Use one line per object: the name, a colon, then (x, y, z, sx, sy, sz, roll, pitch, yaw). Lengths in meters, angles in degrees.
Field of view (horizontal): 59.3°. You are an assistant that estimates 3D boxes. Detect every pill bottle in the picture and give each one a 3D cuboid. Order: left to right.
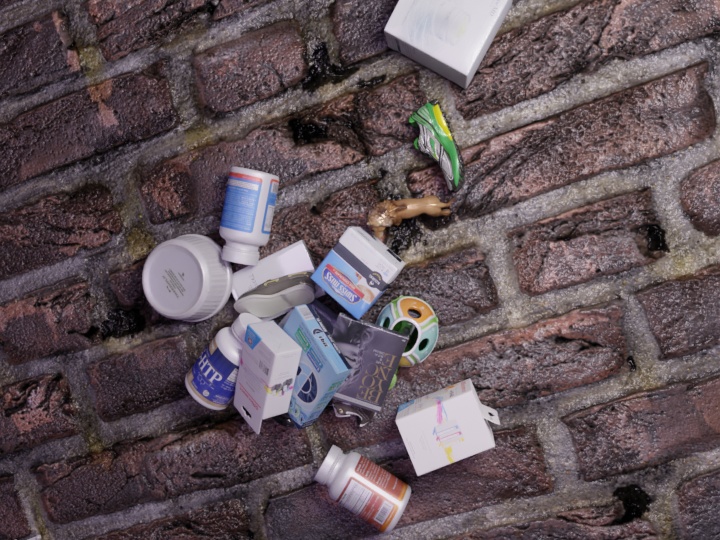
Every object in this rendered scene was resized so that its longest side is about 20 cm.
pill bottle: (-0.286, 0.197, 1.394, 0.119, 0.120, 0.201, 40, 104, 4)
pill bottle: (-0.249, -0.118, 1.389, 0.111, 0.112, 0.203, 12, 93, 7)
pill bottle: (0.002, 0.472, 1.382, 0.199, 0.112, 0.113, 31, 96, 6)

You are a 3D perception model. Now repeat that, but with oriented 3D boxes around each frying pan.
frying pan: (-0.113, 0.292, 1.413, 0.188, 0.031, 0.116, -20, 124, 3)

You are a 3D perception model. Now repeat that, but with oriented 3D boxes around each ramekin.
ramekin: (-0.394, 0.018, 1.413, 0.199, 0.094, 0.206, 1, 92, 16)

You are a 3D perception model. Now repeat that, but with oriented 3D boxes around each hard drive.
hard drive: (-0.191, 0.033, 1.431, 0.198, 0.026, 0.133, -25, 89, 8)

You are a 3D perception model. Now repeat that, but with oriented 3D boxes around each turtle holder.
turtle holder: (0.082, 0.144, 1.345, 0.185, 0.132, 0.141, -39, 88, 8)

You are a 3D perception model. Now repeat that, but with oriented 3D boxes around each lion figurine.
lion figurine: (0.109, -0.129, 1.332, 0.198, 0.122, 0.073, -19, 90, 8)

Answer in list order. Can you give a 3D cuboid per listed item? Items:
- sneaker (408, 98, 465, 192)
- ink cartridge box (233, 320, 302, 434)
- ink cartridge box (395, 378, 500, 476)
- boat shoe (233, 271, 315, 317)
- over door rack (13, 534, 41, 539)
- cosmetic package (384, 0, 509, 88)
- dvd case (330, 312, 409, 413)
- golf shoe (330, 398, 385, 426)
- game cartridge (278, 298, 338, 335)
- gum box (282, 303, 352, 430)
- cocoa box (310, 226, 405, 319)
sneaker: (0.166, -0.257, 1.350, 0.084, 0.078, 0.202, -23, 80, 15)
ink cartridge box: (-0.196, 0.221, 1.308, 0.115, 0.067, 0.202, 37, 122, 40)
ink cartridge box: (0.191, 0.323, 1.340, 0.198, 0.129, 0.127, -24, 89, 8)
boat shoe: (-0.186, 0.052, 1.388, 0.199, 0.072, 0.061, -14, 46, 22)
over door rack: (-0.765, 0.720, 1.517, 0.198, 0.066, 0.150, -13, 91, 29)
cosmetic package: (0.183, -0.522, 1.305, 0.198, 0.123, 0.201, 29, 96, 4)
dvd case: (-0.002, 0.193, 1.289, 0.147, 0.016, 0.202, 18, 118, -2)
golf shoe: (-0.045, 0.267, 1.371, 0.199, 0.078, 0.095, 34, 89, -11)
game cartridge: (-0.132, 0.162, 1.412, 0.132, 0.041, 0.201, 36, 103, 4)
gum box: (-0.116, 0.199, 1.302, 0.171, 0.044, 0.201, 54, 132, 26)
cocoa box: (0.000, 0.000, 1.315, 0.133, 0.200, 0.132, 41, 98, 3)
